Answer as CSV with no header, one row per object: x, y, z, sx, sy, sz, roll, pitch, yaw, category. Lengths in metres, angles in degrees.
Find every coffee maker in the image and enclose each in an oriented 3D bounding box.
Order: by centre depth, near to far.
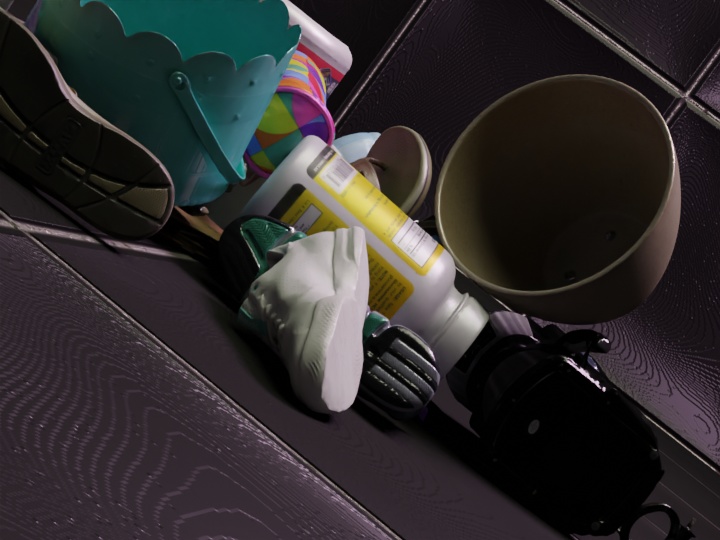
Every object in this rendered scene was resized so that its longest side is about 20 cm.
0.165,0.138,1.641,0.193,0.134,0.200,63,0,-14,coffee maker

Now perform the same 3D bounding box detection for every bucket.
-0.155,-0.151,1.471,0.205,0.136,0.208,20,26,-10,bucket

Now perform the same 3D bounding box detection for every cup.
0.176,-0.036,1.602,0.200,0.200,0.143,40,-6,37,cup

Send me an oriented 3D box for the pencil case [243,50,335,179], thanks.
-0.064,-0.133,1.661,0.088,0.089,0.200,36,12,-10,pencil case

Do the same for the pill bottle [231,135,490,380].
0.000,0.000,1.531,0.200,0.113,0.112,42,5,-2,pill bottle

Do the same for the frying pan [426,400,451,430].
0.022,0.073,1.679,0.114,0.031,0.190,36,2,-12,frying pan

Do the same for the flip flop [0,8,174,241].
-0.208,-0.096,1.321,0.199,0.081,0.058,39,-3,-8,flip flop

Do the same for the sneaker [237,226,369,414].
-0.043,0.036,1.344,0.087,0.076,0.200,-2,26,6,sneaker

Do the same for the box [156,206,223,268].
-0.184,-0.072,1.575,0.200,0.021,0.163,41,6,34,box

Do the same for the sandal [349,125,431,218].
-0.007,-0.050,1.629,0.079,0.202,0.058,4,-42,42,sandal

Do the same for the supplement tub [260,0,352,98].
-0.115,-0.174,1.953,0.140,0.201,0.140,36,5,-4,supplement tub

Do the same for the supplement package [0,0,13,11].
-0.371,-0.289,1.685,0.121,0.120,0.200,36,5,13,supplement package

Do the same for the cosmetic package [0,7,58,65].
-0.316,-0.187,1.416,0.200,0.072,0.101,40,6,36,cosmetic package

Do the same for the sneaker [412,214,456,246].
0.043,0.002,1.684,0.071,0.083,0.200,36,-18,-3,sneaker

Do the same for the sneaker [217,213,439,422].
-0.029,0.044,1.460,0.200,0.074,0.088,42,-16,14,sneaker

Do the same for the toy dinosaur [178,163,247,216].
-0.145,-0.084,1.561,0.088,0.048,0.200,10,25,-43,toy dinosaur

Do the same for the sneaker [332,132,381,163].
0.012,-0.036,1.809,0.074,0.081,0.201,50,-23,49,sneaker

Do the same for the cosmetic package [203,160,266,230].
-0.096,-0.065,1.749,0.103,0.088,0.200,34,6,-38,cosmetic package

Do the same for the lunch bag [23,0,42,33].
-0.200,-0.180,1.692,0.169,0.128,0.200,31,-4,-17,lunch bag
